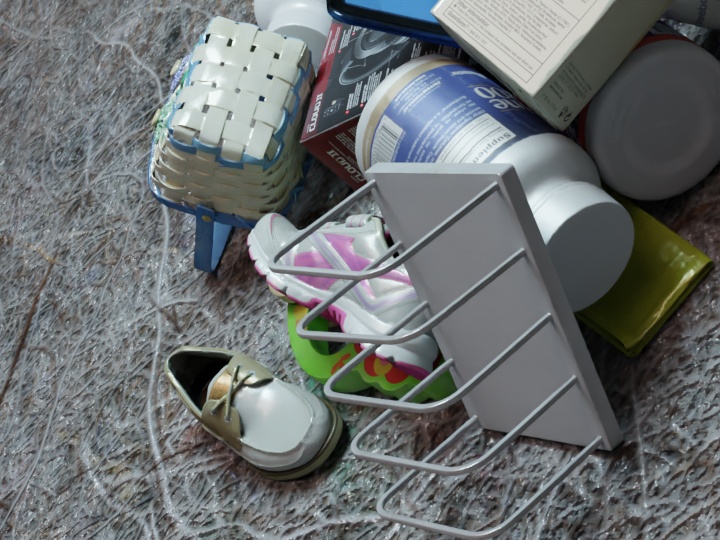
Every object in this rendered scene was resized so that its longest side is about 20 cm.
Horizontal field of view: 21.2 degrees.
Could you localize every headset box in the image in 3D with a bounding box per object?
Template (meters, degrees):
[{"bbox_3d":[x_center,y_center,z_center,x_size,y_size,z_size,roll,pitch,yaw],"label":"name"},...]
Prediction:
[{"bbox_3d":[0.042,-0.166,1.589,0.199,0.077,0.150,-24,40,38],"label":"headset box"}]

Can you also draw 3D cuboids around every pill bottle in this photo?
[{"bbox_3d":[0.171,-0.136,1.362,0.112,0.111,0.200,-48,31,5],"label":"pill bottle"},{"bbox_3d":[-0.033,-0.265,1.744,0.110,0.111,0.201,-23,39,37],"label":"pill bottle"},{"bbox_3d":[0.091,-0.057,1.296,0.111,0.111,0.200,-49,46,2],"label":"pill bottle"}]

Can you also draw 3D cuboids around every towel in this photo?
[{"bbox_3d":[0.148,-0.024,1.321,0.086,0.018,0.200,-50,46,2],"label":"towel"}]

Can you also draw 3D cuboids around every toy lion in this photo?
[{"bbox_3d":[0.030,0.024,1.437,0.199,0.068,0.193,-35,43,24],"label":"toy lion"}]

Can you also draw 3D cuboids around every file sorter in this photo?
[{"bbox_3d":[0.048,0.049,1.214,0.124,0.201,0.138,-36,23,-30],"label":"file sorter"}]

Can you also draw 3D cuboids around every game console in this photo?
[{"bbox_3d":[0.072,-0.232,1.392,0.171,0.118,0.200,-44,18,15],"label":"game console"}]

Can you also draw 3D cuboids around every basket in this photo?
[{"bbox_3d":[-0.106,-0.114,1.660,0.138,0.201,0.178,15,61,7],"label":"basket"}]

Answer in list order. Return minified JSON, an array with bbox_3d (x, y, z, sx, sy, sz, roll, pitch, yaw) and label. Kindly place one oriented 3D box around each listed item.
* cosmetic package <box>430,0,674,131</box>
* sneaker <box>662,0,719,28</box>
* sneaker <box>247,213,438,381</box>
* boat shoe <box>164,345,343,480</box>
[{"bbox_3d":[0.152,-0.203,1.245,0.200,0.071,0.105,-48,63,4],"label":"cosmetic package"},{"bbox_3d":[0.238,-0.238,1.379,0.201,0.086,0.075,-92,7,-56],"label":"sneaker"},{"bbox_3d":[0.000,0.000,1.390,0.199,0.081,0.089,33,91,38],"label":"sneaker"},{"bbox_3d":[-0.090,0.106,1.489,0.199,0.068,0.075,12,67,55],"label":"boat shoe"}]
